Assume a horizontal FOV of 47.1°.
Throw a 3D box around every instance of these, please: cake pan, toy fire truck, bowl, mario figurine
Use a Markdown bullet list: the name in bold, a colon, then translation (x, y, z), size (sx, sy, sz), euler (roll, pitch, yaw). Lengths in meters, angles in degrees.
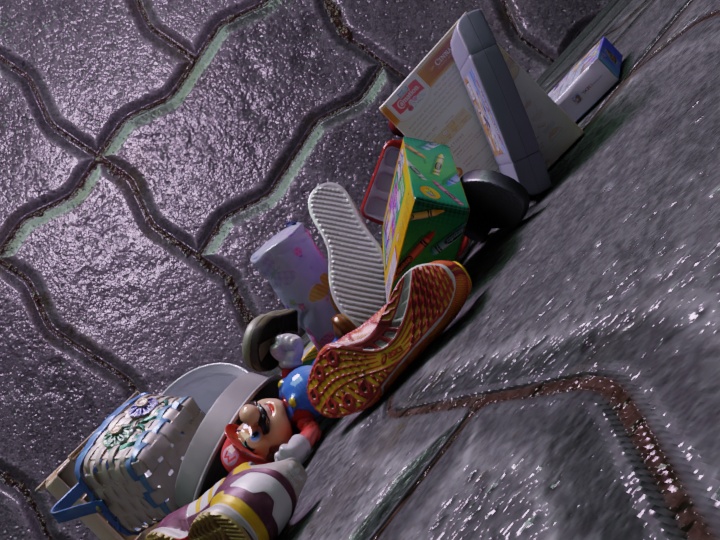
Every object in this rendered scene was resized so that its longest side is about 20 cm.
- **cake pan**: translation (-0.154, 0.207, 0.973), size (0.202, 0.036, 0.201), euler (-59, -14, -25)
- **toy fire truck**: translation (0.104, -0.143, 1.160), size (0.112, 0.166, 0.203), euler (-67, -2, -83)
- **bowl**: translation (-0.208, 0.240, 1.178), size (0.198, 0.091, 0.203), euler (-15, 48, 17)
- **mario figurine**: translation (-0.072, 0.132, 0.860), size (0.200, 0.106, 0.123), euler (-45, 4, -4)

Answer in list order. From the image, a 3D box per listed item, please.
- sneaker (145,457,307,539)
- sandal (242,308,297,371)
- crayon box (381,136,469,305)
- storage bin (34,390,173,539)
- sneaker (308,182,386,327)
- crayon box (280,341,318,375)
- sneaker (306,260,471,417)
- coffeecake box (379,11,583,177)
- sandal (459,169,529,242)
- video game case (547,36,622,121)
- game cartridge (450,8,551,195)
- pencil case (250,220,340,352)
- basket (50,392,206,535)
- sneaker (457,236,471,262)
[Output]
- **sneaker**: translation (-0.109, 0.212, 0.691), size (0.090, 0.075, 0.199), euler (-38, 2, -39)
- **sandal**: translation (-0.113, 0.083, 0.991), size (0.201, 0.056, 0.081), euler (38, -126, -77)
- **crayon box**: translation (0.064, -0.053, 0.882), size (0.201, 0.057, 0.120), euler (-90, 12, -64)
- **storage bin**: translation (-0.325, 0.315, 1.189), size (0.094, 0.200, 0.199), euler (-41, 4, 32)
- **sneaker**: translation (0.001, 0.000, 0.994), size (0.072, 0.203, 0.115), euler (-19, -32, 4)
- **crayon box**: translation (-0.073, 0.146, 1.277), size (0.200, 0.052, 0.126), euler (-49, 3, -22)
- **sneaker**: translation (0.028, 0.069, 0.758), size (0.200, 0.073, 0.077), euler (-42, -18, 24)
- **coffeecake box**: translation (0.146, -0.185, 1.013), size (0.154, 0.200, 0.073), euler (-45, 2, 13)
- **sandal**: translation (0.137, -0.079, 0.912), size (0.043, 0.076, 0.200), euler (-52, 3, -9)
- **video game case**: translation (0.295, -0.241, 1.190), size (0.181, 0.045, 0.200), euler (-47, 2, 29)
- **game cartridge**: translation (0.150, -0.178, 0.906), size (0.041, 0.203, 0.133), euler (-23, 4, 9)
- **pencil case**: translation (-0.061, 0.037, 1.091), size (0.083, 0.201, 0.090), euler (-40, 9, -32)
- **basket**: translation (-0.281, 0.241, 1.048), size (0.198, 0.140, 0.177), euler (-26, 16, 36)
- **sneaker**: translation (0.060, 0.006, 1.024), size (0.201, 0.067, 0.108), euler (-45, -1, -26)
